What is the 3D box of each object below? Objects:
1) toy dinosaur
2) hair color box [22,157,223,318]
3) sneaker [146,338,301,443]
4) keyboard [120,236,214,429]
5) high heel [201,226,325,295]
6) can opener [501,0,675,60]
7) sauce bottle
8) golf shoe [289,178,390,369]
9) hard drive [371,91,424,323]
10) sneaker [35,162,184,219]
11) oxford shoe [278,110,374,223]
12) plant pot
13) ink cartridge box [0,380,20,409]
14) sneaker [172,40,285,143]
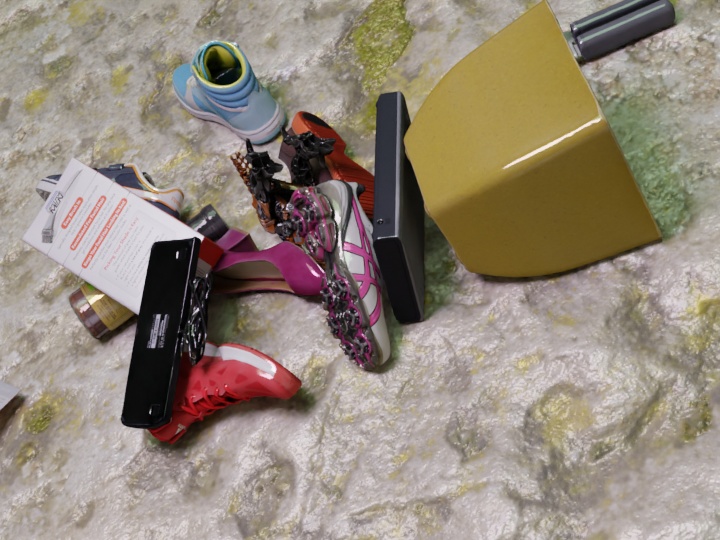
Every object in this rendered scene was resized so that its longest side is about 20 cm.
[{"bbox_3d":[-0.086,-0.077,1.573,0.198,0.137,0.102,21,44,24],"label":"toy dinosaur"},{"bbox_3d":[-0.264,-0.028,1.577,0.199,0.064,0.112,30,86,21],"label":"hair color box"},{"bbox_3d":[-0.154,0.138,1.489,0.199,0.078,0.117,8,66,45],"label":"sneaker"},{"bbox_3d":[-0.192,0.067,1.483,0.103,0.039,0.203,-3,75,43],"label":"keyboard"},{"bbox_3d":[-0.116,0.011,1.558,0.199,0.068,0.096,24,62,41],"label":"high heel"},{"bbox_3d":[0.256,-0.271,1.608,0.198,0.067,0.053,-19,46,6],"label":"can opener"},{"bbox_3d":[-0.241,-0.003,1.639,0.199,0.065,0.065,-36,47,-6],"label":"sauce bottle"},{"bbox_3d":[0.000,0.000,1.473,0.091,0.202,0.072,-15,-6,-31],"label":"golf shoe"},{"bbox_3d":[0.041,-0.068,1.495,0.032,0.140,0.202,-6,51,10],"label":"hard drive"},{"bbox_3d":[-0.299,-0.089,1.727,0.198,0.079,0.080,20,69,24],"label":"sneaker"},{"bbox_3d":[-0.031,-0.093,1.618,0.073,0.071,0.201,-53,48,24],"label":"oxford shoe"},{"bbox_3d":[0.160,-0.108,1.443,0.198,0.195,0.197,-27,47,11],"label":"plant pot"},{"bbox_3d":[-0.494,0.201,1.624,0.159,0.048,0.201,14,52,35],"label":"ink cartridge box"},{"bbox_3d":[-0.184,-0.244,1.755,0.199,0.131,0.080,27,70,39],"label":"sneaker"}]
